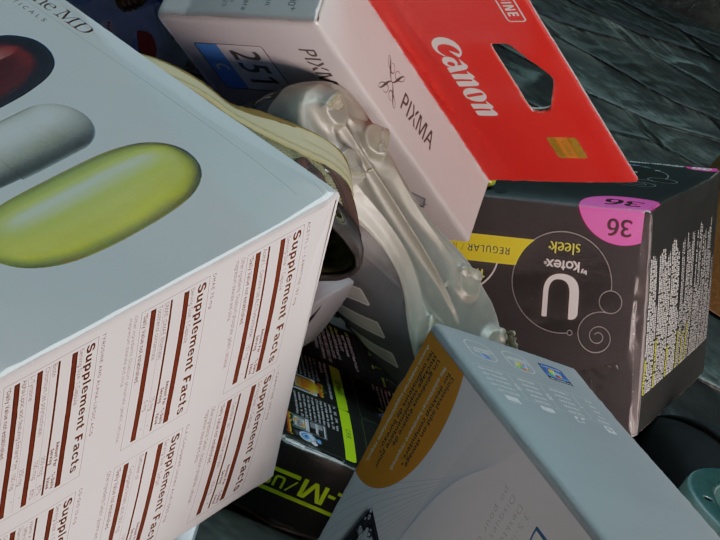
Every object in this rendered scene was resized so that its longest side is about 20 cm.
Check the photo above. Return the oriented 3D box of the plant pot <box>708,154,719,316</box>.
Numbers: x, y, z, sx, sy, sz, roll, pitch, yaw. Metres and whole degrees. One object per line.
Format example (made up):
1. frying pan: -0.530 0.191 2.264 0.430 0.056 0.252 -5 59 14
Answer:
1. plant pot: 0.351 -0.055 2.135 0.186 0.200 0.186 27 15 -8

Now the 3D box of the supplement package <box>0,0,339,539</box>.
1. supplement package: -0.151 0.014 0.991 0.191 0.147 0.200 35 42 24

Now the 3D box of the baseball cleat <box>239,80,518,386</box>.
1. baseball cleat: 0.000 0.000 1.346 0.070 0.106 0.200 -37 105 -44

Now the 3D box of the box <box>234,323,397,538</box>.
1. box: -0.009 0.079 1.349 0.193 0.048 0.200 26 15 -14

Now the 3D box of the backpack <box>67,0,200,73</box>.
1. backpack: -0.093 -0.192 1.509 0.200 0.154 0.190 39 25 27

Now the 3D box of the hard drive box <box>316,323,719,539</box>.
1. hard drive box: 0.059 0.138 1.059 0.077 0.156 0.200 19 16 -29

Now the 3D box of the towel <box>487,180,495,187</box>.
1. towel: 0.019 -0.140 1.451 0.200 0.018 0.086 56 23 -25

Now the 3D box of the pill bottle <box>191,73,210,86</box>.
1. pill bottle: -0.082 -0.065 1.572 0.111 0.111 0.200 31 16 12

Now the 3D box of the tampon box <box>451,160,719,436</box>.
1. tampon box: 0.109 0.008 1.543 0.150 0.126 0.200 5 9 17

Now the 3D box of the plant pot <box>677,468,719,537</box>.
1. plant pot: 0.161 0.170 1.176 0.200 0.134 0.200 26 14 -7

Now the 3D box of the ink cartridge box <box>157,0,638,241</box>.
1. ink cartridge box: 0.021 -0.083 1.354 0.176 0.045 0.200 5 -28 30

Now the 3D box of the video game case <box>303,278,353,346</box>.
1. video game case: -0.124 -0.023 1.252 0.200 0.045 0.181 42 28 11

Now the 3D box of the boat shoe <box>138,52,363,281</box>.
1. boat shoe: -0.077 -0.042 1.209 0.201 0.072 0.066 17 29 -38

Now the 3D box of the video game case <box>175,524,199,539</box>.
1. video game case: -0.147 0.028 1.129 0.200 0.018 0.143 19 53 -5

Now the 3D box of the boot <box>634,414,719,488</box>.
1. boot: 0.146 0.129 1.423 0.162 0.073 0.198 9 21 -35
